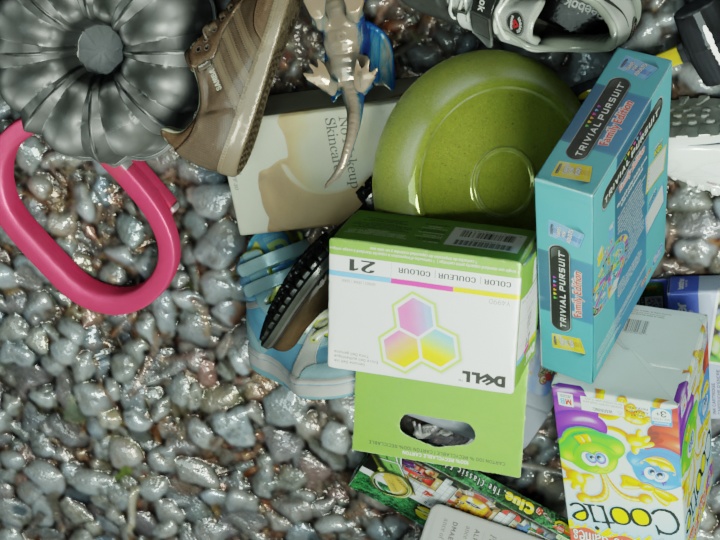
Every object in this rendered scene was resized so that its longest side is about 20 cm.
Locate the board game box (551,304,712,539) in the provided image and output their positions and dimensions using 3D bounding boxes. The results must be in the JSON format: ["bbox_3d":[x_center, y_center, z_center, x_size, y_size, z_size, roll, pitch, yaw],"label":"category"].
[{"bbox_3d":[0.225,0.136,1.310,0.104,0.103,0.202,7,134,22],"label":"board game box"}]

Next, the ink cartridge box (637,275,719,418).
[{"bbox_3d":[0.325,0.064,1.333,0.197,0.042,0.121,0,113,17],"label":"ink cartridge box"}]

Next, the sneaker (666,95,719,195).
[{"bbox_3d":[0.286,-0.089,1.263,0.197,0.077,0.081,3,124,15],"label":"sneaker"}]

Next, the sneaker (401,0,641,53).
[{"bbox_3d":[0.116,-0.211,1.243,0.197,0.089,0.075,11,116,11],"label":"sneaker"}]

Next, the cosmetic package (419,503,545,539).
[{"bbox_3d":[0.123,0.340,1.404,0.198,0.166,0.166,18,140,5],"label":"cosmetic package"}]

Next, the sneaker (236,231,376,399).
[{"bbox_3d":[-0.046,0.031,1.347,0.199,0.079,0.132,10,116,55],"label":"sneaker"}]

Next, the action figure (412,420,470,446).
[{"bbox_3d":[0.062,0.080,1.365,0.101,0.119,0.203,-11,109,-23],"label":"action figure"}]

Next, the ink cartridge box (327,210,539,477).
[{"bbox_3d":[0.053,0.068,1.203,0.146,0.076,0.203,7,110,15],"label":"ink cartridge box"}]

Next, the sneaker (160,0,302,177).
[{"bbox_3d":[-0.099,-0.178,1.264,0.075,0.070,0.202,19,95,3],"label":"sneaker"}]

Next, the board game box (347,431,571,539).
[{"bbox_3d":[0.093,0.211,1.432,0.198,0.024,0.105,28,147,-2],"label":"board game box"}]

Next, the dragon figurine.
[{"bbox_3d":[-0.007,-0.167,1.262,0.058,0.099,0.203,-8,88,13],"label":"dragon figurine"}]

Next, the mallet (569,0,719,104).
[{"bbox_3d":[0.202,-0.161,1.272,0.198,0.041,0.067,-14,110,23],"label":"mallet"}]

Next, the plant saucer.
[{"bbox_3d":[0.106,-0.069,1.245,0.197,0.031,0.203,-3,98,-21],"label":"plant saucer"}]

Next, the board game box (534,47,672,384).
[{"bbox_3d":[0.182,-0.039,1.203,0.046,0.151,0.201,18,141,24],"label":"board game box"}]

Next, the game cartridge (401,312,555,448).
[{"bbox_3d":[0.121,0.041,1.307,0.132,0.041,0.202,21,88,-24],"label":"game cartridge"}]

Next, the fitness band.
[{"bbox_3d":[-0.245,-0.053,1.430,0.143,0.037,0.200,-38,98,27],"label":"fitness band"}]

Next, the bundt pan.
[{"bbox_3d":[-0.216,-0.180,1.322,0.199,0.076,0.205,1,103,6],"label":"bundt pan"}]

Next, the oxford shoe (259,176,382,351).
[{"bbox_3d":[0.000,0.000,1.271,0.084,0.073,0.200,42,101,-14],"label":"oxford shoe"}]

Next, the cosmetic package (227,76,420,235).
[{"bbox_3d":[-0.009,-0.096,1.330,0.197,0.071,0.106,-7,110,17],"label":"cosmetic package"}]
